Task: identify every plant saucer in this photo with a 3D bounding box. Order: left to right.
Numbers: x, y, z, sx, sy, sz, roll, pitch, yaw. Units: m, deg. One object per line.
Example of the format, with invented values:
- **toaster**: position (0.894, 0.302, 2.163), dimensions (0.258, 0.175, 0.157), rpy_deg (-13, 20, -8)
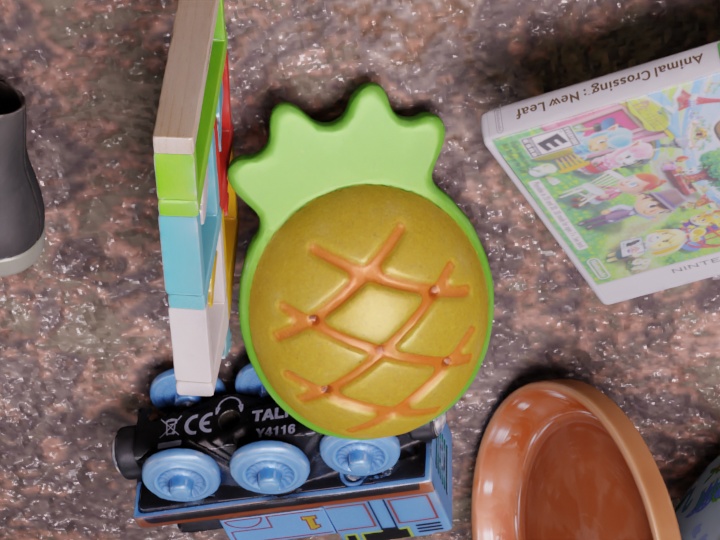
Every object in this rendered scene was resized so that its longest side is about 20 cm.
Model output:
- **plant saucer**: position (0.125, 0.161, 1.214), dimensions (0.032, 0.201, 0.201), rpy_deg (-7, 140, -27)

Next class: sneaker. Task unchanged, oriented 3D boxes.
- **sneaker**: position (-0.266, -0.055, 1.118), dimensions (0.198, 0.075, 0.107), rpy_deg (-3, 130, -6)

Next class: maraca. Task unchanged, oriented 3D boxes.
- **maraca**: position (0.000, 0.000, 1.125), dimensions (0.136, 0.107, 0.202), rpy_deg (-14, 116, -6)

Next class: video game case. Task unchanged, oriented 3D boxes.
- **video game case**: position (0.177, -0.051, 1.074), dimensions (0.181, 0.022, 0.200), rpy_deg (-16, 150, 18)

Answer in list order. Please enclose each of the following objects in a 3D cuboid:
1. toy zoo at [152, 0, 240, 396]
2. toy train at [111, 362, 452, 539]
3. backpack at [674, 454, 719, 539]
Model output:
- **toy zoo**: position (-0.080, -0.032, 1.078), dimensions (0.020, 0.132, 0.201), rpy_deg (2, 134, 3)
- **toy train**: position (-0.041, 0.108, 1.244), dimensions (0.198, 0.087, 0.115), rpy_deg (-9, 138, 12)
- **backpack**: position (0.243, 0.182, 1.212), dimensions (0.146, 0.200, 0.183), rpy_deg (34, 130, -5)
